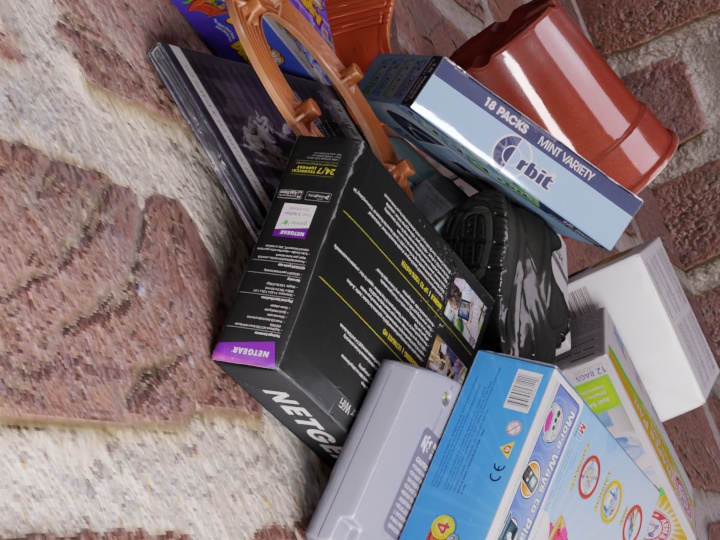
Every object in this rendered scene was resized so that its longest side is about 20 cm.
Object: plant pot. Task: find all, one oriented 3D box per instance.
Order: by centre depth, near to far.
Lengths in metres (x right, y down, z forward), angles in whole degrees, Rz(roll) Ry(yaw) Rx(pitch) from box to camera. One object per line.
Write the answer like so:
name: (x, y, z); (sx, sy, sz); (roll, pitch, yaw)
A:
plant pot: (0.187, -0.159, 1.949); (0.196, 0.200, 0.201); (54, 18, -13)

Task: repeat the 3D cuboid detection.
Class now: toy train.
toy train: (0.052, -0.034, 1.409); (0.114, 0.085, 0.200); (52, -1, -36)

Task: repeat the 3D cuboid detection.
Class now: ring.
ring: (-0.021, -0.115, 1.241); (0.201, 0.019, 0.201); (51, 17, -22)

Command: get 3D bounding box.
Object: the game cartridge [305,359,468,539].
game cartridge: (0.044, 0.140, 1.155); (0.133, 0.041, 0.200); (-61, 143, -17)

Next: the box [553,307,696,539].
box: (0.205, 0.153, 1.666); (0.201, 0.112, 0.101); (63, 16, -17)

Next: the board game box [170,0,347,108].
board game box: (-0.080, -0.197, 1.341); (0.200, 0.045, 0.135); (47, 25, -50)

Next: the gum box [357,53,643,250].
gum box: (0.089, -0.086, 1.340); (0.170, 0.045, 0.200); (35, -2, -14)

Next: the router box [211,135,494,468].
router box: (0.002, 0.034, 1.148); (0.200, 0.051, 0.150); (48, 55, -49)

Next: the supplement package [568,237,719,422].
supplement package: (0.237, 0.072, 1.813); (0.151, 0.151, 0.200); (66, 15, 1)

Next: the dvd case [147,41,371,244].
dvd case: (-0.040, -0.070, 1.220); (0.200, 0.016, 0.149); (6, 48, -59)

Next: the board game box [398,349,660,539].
board game box: (0.095, 0.181, 1.163); (0.196, 0.056, 0.201); (48, 61, -51)

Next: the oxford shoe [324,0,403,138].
oxford shoe: (0.000, -0.182, 1.578); (0.073, 0.071, 0.201); (74, 8, -59)

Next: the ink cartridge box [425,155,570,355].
ink cartridge box: (0.117, -0.019, 1.671); (0.145, 0.083, 0.200); (59, 16, -21)

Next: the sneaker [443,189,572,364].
sneaker: (0.103, 0.050, 1.287); (0.091, 0.076, 0.201); (16, 77, -39)
